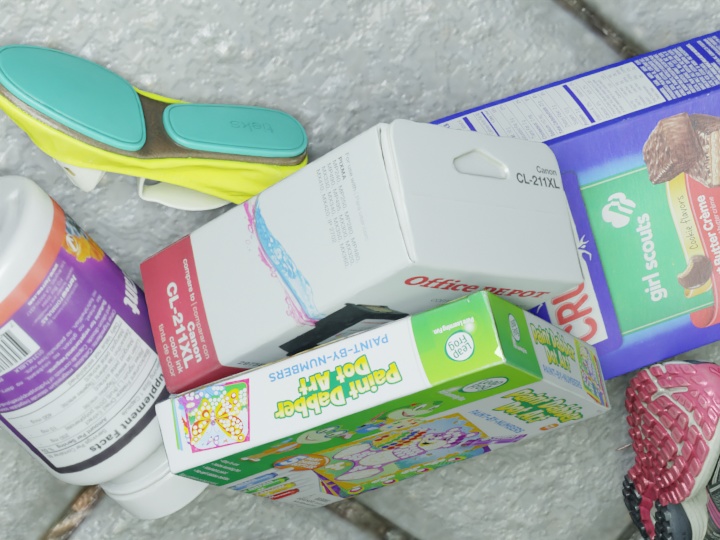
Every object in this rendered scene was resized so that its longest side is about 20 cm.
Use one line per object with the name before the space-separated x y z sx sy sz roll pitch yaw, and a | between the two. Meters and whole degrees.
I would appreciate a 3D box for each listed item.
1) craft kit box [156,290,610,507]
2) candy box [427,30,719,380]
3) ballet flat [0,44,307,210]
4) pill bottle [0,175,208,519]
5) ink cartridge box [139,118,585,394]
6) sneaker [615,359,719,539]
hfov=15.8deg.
craft kit box | 0.018 0.076 1.438 0.197 0.049 0.200 -23 162 17
candy box | 0.153 -0.030 1.544 0.199 0.077 0.170 -18 120 -7
ballet flat | -0.125 -0.069 1.443 0.199 0.067 0.067 12 133 -25
pill bottle | -0.163 0.050 1.460 0.111 0.112 0.200 -39 122 4
ink cartridge box | 0.000 0.000 1.423 0.145 0.083 0.200 6 155 -45
sneaker | 0.210 0.110 1.618 0.074 0.081 0.200 -24 152 -12
